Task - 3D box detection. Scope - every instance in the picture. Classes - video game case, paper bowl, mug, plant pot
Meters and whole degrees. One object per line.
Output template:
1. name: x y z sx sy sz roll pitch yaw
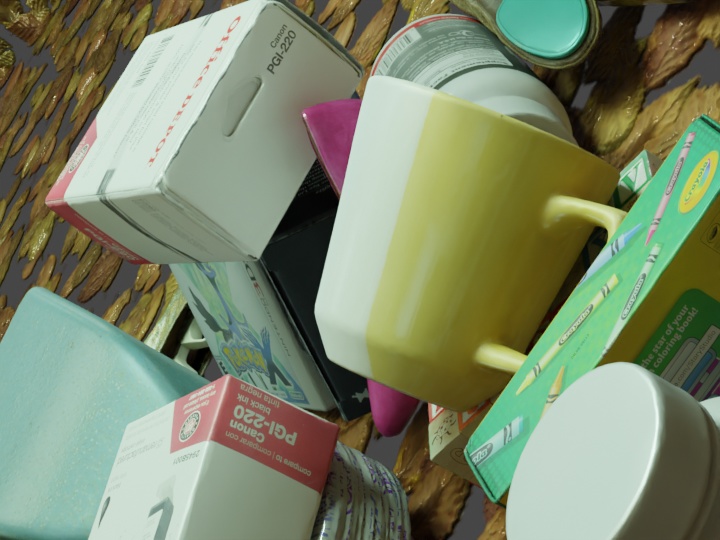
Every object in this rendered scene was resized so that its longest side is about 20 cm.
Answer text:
1. video game case: -0.096 0.021 1.302 0.022 0.184 0.200 -29 10 -21
2. paper bowl: -0.036 0.207 1.033 0.201 0.104 0.202 -45 27 31
3. mug: 0.049 -0.007 0.906 0.187 0.148 0.155 -155 86 -81
4. plant pot: -0.180 0.154 1.305 0.199 0.196 0.197 13 73 51

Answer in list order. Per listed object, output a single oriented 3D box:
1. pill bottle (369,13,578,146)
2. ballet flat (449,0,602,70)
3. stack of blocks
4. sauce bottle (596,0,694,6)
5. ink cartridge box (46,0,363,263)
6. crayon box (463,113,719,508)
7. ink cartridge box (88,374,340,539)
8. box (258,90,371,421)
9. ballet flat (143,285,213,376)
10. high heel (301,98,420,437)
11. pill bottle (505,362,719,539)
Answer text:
1. pill bottle: 0.078 -0.093 1.137 0.114 0.113 0.200 -54 23 14
2. ballet flat: 0.114 -0.181 1.167 0.068 0.072 0.200 -52 44 1
3. stack of blocks: 0.121 0.025 0.975 0.200 0.058 0.116 -46 26 32
4. sauce bottle: 0.174 -0.209 1.133 0.065 0.064 0.200 -63 23 -6
5. ink cartridge box: -0.104 -0.085 1.083 0.199 0.085 0.147 -3 55 62
6. crayon box: 0.155 0.044 0.800 0.201 0.118 0.058 -56 23 11
7. ink cartridge box: -0.103 0.178 0.967 0.145 0.084 0.202 -28 41 53
8. box: -0.009 -0.019 1.156 0.104 0.149 0.200 -26 29 1
9. ballet flat: -0.156 0.071 1.512 0.201 0.070 0.071 -63 23 -6
10. high heel: 0.000 0.000 1.009 0.067 0.095 0.202 -140 56 -67
11. pill bottle: 0.153 0.114 0.613 0.111 0.199 0.112 -45 26 30
